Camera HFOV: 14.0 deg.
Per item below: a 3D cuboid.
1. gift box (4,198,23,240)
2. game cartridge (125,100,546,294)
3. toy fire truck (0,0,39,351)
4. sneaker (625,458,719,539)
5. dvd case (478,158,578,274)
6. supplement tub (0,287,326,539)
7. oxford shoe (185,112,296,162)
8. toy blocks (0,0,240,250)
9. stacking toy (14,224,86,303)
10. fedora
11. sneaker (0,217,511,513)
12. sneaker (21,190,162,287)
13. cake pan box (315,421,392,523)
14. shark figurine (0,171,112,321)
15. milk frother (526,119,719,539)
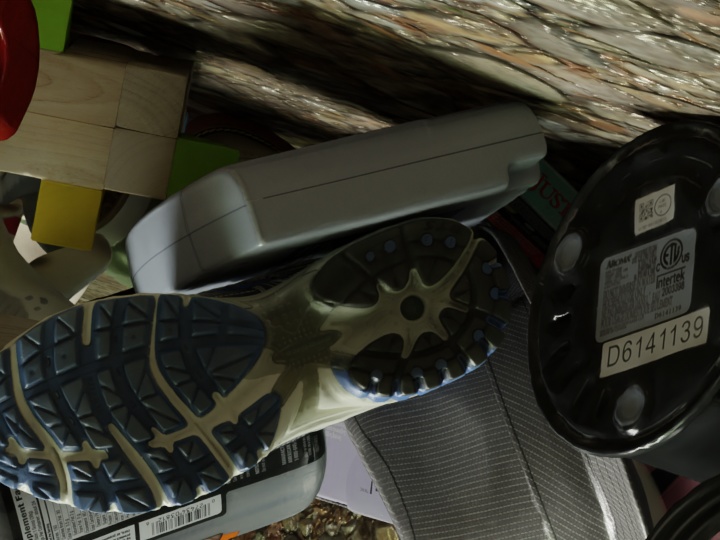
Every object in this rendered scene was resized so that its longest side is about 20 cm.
[{"bbox_3d":[-0.266,-0.049,1.337,0.200,0.185,0.187,15,180,-40],"label":"gift box"},{"bbox_3d":[-0.020,-0.018,1.117,0.133,0.041,0.200,-18,175,-17],"label":"game cartridge"},{"bbox_3d":[-0.161,-0.028,1.091,0.128,0.176,0.200,15,165,32],"label":"toy fire truck"},{"bbox_3d":[0.141,0.061,1.113,0.082,0.200,0.070,-13,-160,18],"label":"sneaker"},{"bbox_3d":[0.071,-0.003,1.231,0.146,0.022,0.200,43,167,-14],"label":"dvd case"},{"bbox_3d":[-0.126,0.079,1.302,0.200,0.123,0.122,-18,-172,-19],"label":"supplement tub"},{"bbox_3d":[0.000,0.000,1.343,0.200,0.071,0.075,24,-165,-15],"label":"oxford shoe"},{"bbox_3d":[-0.147,-0.075,1.214,0.199,0.100,0.137,11,-172,-3],"label":"toy blocks"},{"bbox_3d":[-0.217,-0.049,1.651,0.146,0.146,0.200,20,-167,-11],"label":"stacking toy"},{"bbox_3d":[0.048,0.079,1.140,0.200,0.090,0.177,-111,2,-54],"label":"fedora"},{"bbox_3d":[-0.047,0.039,1.059,0.200,0.077,0.085,-14,178,-12],"label":"sneaker"},{"bbox_3d":[-0.119,-0.028,1.443,0.090,0.067,0.200,36,178,-25],"label":"sneaker"},{"bbox_3d":[0.080,0.095,1.423,0.184,0.052,0.200,-2,-170,-40],"label":"cake pan box"},{"bbox_3d":[-0.157,0.008,1.228,0.128,0.090,0.215,19,-158,-17],"label":"shark figurine"},{"bbox_3d":[0.169,0.074,0.983,0.188,0.200,0.180,22,170,-32],"label":"milk frother"}]
